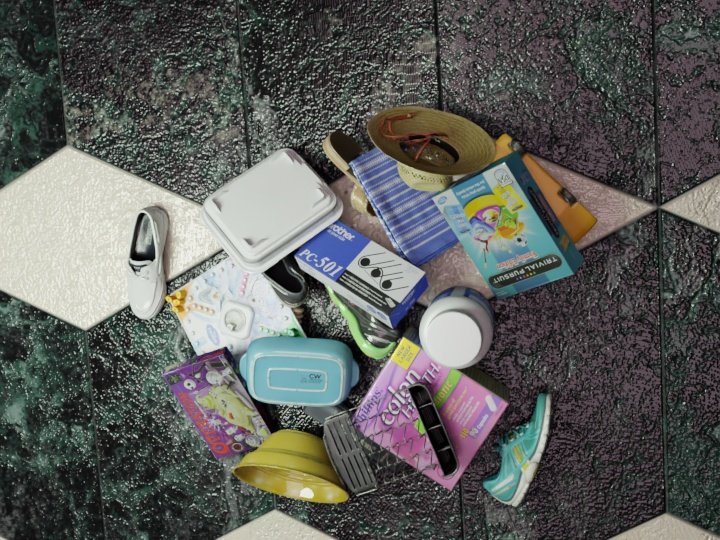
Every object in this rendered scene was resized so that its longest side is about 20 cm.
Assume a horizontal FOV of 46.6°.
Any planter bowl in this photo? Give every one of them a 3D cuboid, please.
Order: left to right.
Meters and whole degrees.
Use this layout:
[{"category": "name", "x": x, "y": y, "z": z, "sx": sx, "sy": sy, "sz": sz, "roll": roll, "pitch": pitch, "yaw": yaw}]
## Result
[{"category": "planter bowl", "x": -0.108, "y": 0.322, "z": 1.407, "sx": 0.200, "sy": 0.200, "sz": 0.084, "roll": 9, "pitch": 62, "yaw": 9}]

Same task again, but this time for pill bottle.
[{"category": "pill bottle", "x": 0.150, "y": 0.090, "z": 1.297, "sx": 0.112, "sy": 0.200, "sz": 0.112, "roll": 1, "pitch": 97, "yaw": 10}]

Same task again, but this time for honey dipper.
[{"category": "honey dipper", "x": -0.102, "y": 0.010, "z": 1.414, "sx": 0.038, "sy": 0.038, "sz": 0.200, "roll": 14, "pitch": 100, "yaw": 8}]

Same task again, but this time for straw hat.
[{"category": "straw hat", "x": 0.103, "y": -0.171, "z": 1.298, "sx": 0.201, "sy": 0.201, "sz": 0.085, "roll": 17, "pitch": 130, "yaw": 8}]

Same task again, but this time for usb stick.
[{"category": "usb stick", "x": -0.008, "y": 0.273, "z": 1.430, "sx": 0.200, "sy": 0.033, "sz": 0.055, "roll": 33, "pitch": 112, "yaw": 4}]

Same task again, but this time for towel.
[{"category": "towel", "x": 0.087, "y": -0.117, "z": 1.339, "sx": 0.145, "sy": 0.024, "sz": 0.200, "roll": -30, "pitch": 91, "yaw": -23}]

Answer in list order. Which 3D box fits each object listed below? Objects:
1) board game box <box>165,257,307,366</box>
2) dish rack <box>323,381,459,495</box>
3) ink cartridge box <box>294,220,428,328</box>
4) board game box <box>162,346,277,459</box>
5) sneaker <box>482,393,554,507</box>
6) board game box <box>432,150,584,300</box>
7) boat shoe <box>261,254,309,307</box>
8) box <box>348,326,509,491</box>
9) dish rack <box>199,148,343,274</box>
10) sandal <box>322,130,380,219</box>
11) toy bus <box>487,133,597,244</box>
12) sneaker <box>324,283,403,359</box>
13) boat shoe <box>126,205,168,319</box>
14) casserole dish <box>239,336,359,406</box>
[{"category": "board game box", "x": -0.215, "y": 0.085, "z": 1.428, "sx": 0.200, "sy": 0.026, "sz": 0.200, "roll": -31, "pitch": 83, "yaw": 19}, {"category": "dish rack", "x": 0.041, "y": 0.270, "z": 1.314, "sx": 0.200, "sy": 0.055, "sz": 0.154, "roll": -22, "pitch": 92, "yaw": 12}, {"category": "ink cartridge box", "x": 0.000, "y": 0.000, "z": 1.322, "sx": 0.200, "sy": 0.044, "sz": 0.094, "roll": 31, "pitch": 70, "yaw": 28}, {"category": "board game box", "x": -0.238, "y": 0.229, "z": 1.430, "sx": 0.120, "sy": 0.032, "sz": 0.200, "roll": -18, "pitch": 117, "yaw": 17}, {"category": "sneaker", "x": 0.262, "y": 0.289, "z": 1.367, "sx": 0.080, "sy": 0.078, "sz": 0.200, "roll": 24, "pitch": 100, "yaw": 16}, {"category": "board game box", "x": 0.225, "y": -0.065, "z": 1.290, "sx": 0.151, "sy": 0.047, "sz": 0.200, "roll": -24, "pitch": 104, "yaw": 45}, {"category": "boat shoe", "x": -0.151, "y": -0.030, "z": 1.368, "sx": 0.073, "sy": 0.063, "sz": 0.200, "roll": -35, "pitch": 85, "yaw": -16}, {"category": "box", "x": 0.115, "y": 0.223, "z": 1.371, "sx": 0.200, "sy": 0.097, "sz": 0.176, "roll": 33, "pitch": 101, "yaw": 6}, {"category": "dish rack", "x": -0.147, "y": -0.106, "z": 1.346, "sx": 0.200, "sy": 0.044, "sz": 0.172, "roll": -35, "pitch": 63, "yaw": -14}, {"category": "sandal", "x": 0.007, "y": -0.131, "z": 1.374, "sx": 0.212, "sy": 0.078, "sz": 0.070, "roll": 48, "pitch": 136, "yaw": -7}, {"category": "toy bus", "x": 0.278, "y": -0.125, "z": 1.312, "sx": 0.200, "sy": 0.078, "sz": 0.065, "roll": 44, "pitch": 102, "yaw": 3}, {"category": "sneaker", "x": 0.006, "y": 0.049, "z": 1.365, "sx": 0.084, "sy": 0.077, "sz": 0.200, "roll": -35, "pitch": 68, "yaw": 9}, {"category": "boat shoe", "x": -0.378, "y": -0.011, "z": 1.448, "sx": 0.073, "sy": 0.065, "sz": 0.200, "roll": 3, "pitch": 97, "yaw": 10}, {"category": "casserole dish", "x": -0.102, "y": 0.172, "z": 1.377, "sx": 0.200, "sy": 0.039, "sz": 0.121, "roll": 3, "pitch": 113, "yaw": -1}]
